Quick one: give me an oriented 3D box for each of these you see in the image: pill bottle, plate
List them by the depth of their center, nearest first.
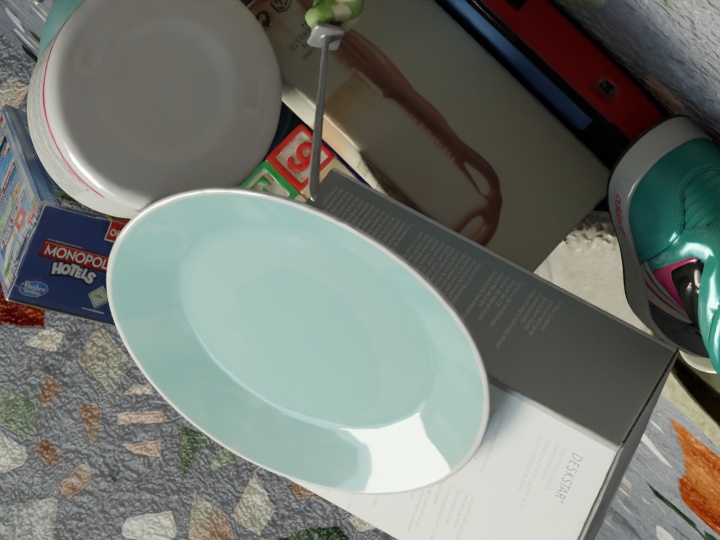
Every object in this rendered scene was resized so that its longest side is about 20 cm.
[{"bbox_3d":[-0.028,0.031,1.066,0.199,0.026,0.201,16,138,15],"label":"plate"},{"bbox_3d":[-0.111,-0.084,1.131,0.113,0.113,0.200,44,171,-9],"label":"pill bottle"}]

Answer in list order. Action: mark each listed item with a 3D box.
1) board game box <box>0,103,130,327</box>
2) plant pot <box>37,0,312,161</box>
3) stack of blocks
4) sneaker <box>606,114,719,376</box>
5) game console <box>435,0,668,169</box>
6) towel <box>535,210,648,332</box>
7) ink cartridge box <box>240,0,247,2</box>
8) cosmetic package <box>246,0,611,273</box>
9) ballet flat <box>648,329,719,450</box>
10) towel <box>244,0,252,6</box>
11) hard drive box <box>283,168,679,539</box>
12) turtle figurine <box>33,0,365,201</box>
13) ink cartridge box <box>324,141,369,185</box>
[{"bbox_3d":[-0.143,-0.027,1.318,0.199,0.062,0.200,16,-164,-34],"label":"board game box"},{"bbox_3d":[-0.099,-0.116,1.427,0.200,0.200,0.135,46,179,-21],"label":"plant pot"},{"bbox_3d":[0.000,0.000,1.306,0.115,0.059,0.200,44,176,15],"label":"stack of blocks"},{"bbox_3d":[0.192,0.017,1.091,0.121,0.083,0.200,51,178,32],"label":"sneaker"},{"bbox_3d":[0.075,-0.116,1.157,0.200,0.031,0.177,44,174,1],"label":"game console"},{"bbox_3d":[0.118,-0.003,1.364,0.132,0.035,0.200,5,164,9],"label":"towel"},{"bbox_3d":[-0.098,-0.241,1.247,0.198,0.047,0.200,43,-158,1],"label":"ink cartridge box"},{"bbox_3d":[0.031,-0.082,1.172,0.200,0.087,0.103,43,176,2],"label":"cosmetic package"},{"bbox_3d":[0.241,0.091,1.342,0.200,0.067,0.062,39,163,38],"label":"ballet flat"},{"bbox_3d":[-0.070,-0.162,1.289,0.200,0.034,0.133,41,-163,-19],"label":"towel"},{"bbox_3d":[0.041,0.065,1.136,0.199,0.077,0.156,29,139,11],"label":"hard drive box"},{"bbox_3d":[-0.060,-0.169,1.018,0.143,0.201,0.194,13,-159,-4],"label":"turtle figurine"},{"bbox_3d":[-0.044,-0.107,1.633,0.199,0.043,0.200,66,171,-3],"label":"ink cartridge box"}]
